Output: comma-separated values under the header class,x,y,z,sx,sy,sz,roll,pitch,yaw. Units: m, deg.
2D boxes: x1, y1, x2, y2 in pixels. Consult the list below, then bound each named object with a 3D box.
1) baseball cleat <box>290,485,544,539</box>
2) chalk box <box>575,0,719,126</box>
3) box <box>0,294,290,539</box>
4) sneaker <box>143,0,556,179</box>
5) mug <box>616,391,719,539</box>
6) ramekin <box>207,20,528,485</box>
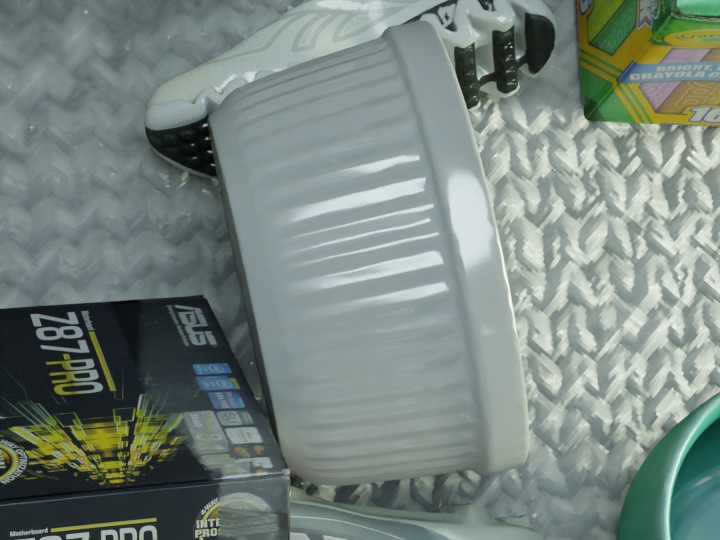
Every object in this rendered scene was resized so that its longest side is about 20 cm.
class,x,y,z,sx,sy,sz,roll,pitch,yaw
baseball cleat,-0.012,0.148,1.199,0.199,0.070,0.107,3,74,-8
chalk box,0.181,-0.154,1.249,0.123,0.200,0.125,2,74,-10
box,-0.126,0.071,1.139,0.161,0.200,0.049,-2,111,-12
sneaker,-0.011,-0.102,1.276,0.199,0.075,0.081,-19,60,-13
mug,0.196,0.143,1.214,0.152,0.114,0.186,-15,78,-14
ramekin,0.000,0.000,1.182,0.105,0.200,0.201,-13,77,-3
